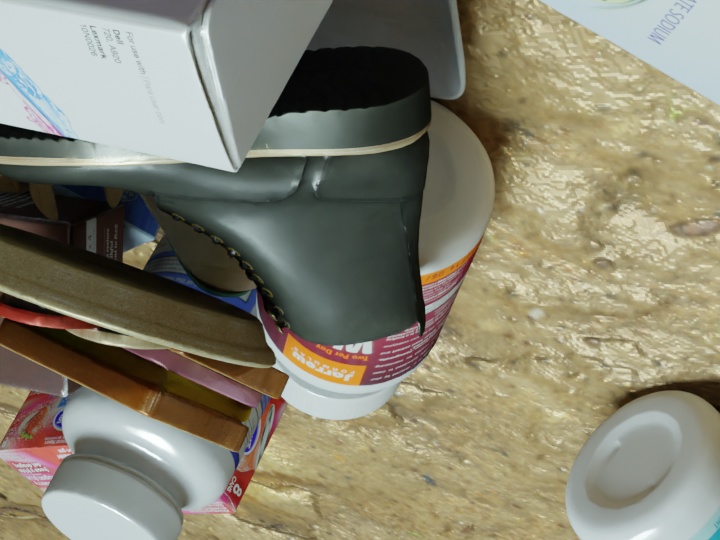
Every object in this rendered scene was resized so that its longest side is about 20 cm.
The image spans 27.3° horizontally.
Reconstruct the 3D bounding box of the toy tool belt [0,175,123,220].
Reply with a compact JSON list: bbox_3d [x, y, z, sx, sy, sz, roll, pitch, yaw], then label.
[{"bbox_3d":[-0.163,-0.080,0.738,0.199,0.125,0.124,11,104,7],"label":"toy tool belt"}]

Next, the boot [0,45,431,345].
[{"bbox_3d":[-0.065,-0.020,0.667,0.198,0.078,0.139,0,126,8],"label":"boot"}]

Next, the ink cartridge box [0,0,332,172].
[{"bbox_3d":[-0.116,-0.134,0.614,0.199,0.145,0.084,13,146,20],"label":"ink cartridge box"}]

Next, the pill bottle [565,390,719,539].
[{"bbox_3d":[0.223,0.171,0.904,0.200,0.111,0.110,43,144,-25],"label":"pill bottle"}]

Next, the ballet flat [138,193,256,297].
[{"bbox_3d":[-0.103,-0.070,0.797,0.200,0.069,0.070,48,161,33],"label":"ballet flat"}]

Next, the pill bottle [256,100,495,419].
[{"bbox_3d":[0.000,0.000,0.817,0.109,0.110,0.200,24,148,4],"label":"pill bottle"}]

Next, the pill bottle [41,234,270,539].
[{"bbox_3d":[-0.116,0.077,0.924,0.111,0.201,0.112,18,147,12],"label":"pill bottle"}]

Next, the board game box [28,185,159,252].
[{"bbox_3d":[-0.251,-0.060,0.930,0.199,0.044,0.199,30,152,-28],"label":"board game box"}]

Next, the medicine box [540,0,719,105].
[{"bbox_3d":[0.149,-0.154,0.499,0.199,0.103,0.182,29,148,-4],"label":"medicine box"}]

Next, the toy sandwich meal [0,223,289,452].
[{"bbox_3d":[-0.131,0.032,0.710,0.204,0.071,0.205,19,180,0],"label":"toy sandwich meal"}]

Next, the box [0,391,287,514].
[{"bbox_3d":[-0.166,0.118,1.112,0.199,0.100,0.096,-10,133,42],"label":"box"}]

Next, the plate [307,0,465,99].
[{"bbox_3d":[-0.046,-0.173,0.675,0.199,0.032,0.200,14,145,19],"label":"plate"}]

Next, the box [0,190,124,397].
[{"bbox_3d":[-0.240,0.001,0.860,0.199,0.075,0.101,9,105,17],"label":"box"}]
